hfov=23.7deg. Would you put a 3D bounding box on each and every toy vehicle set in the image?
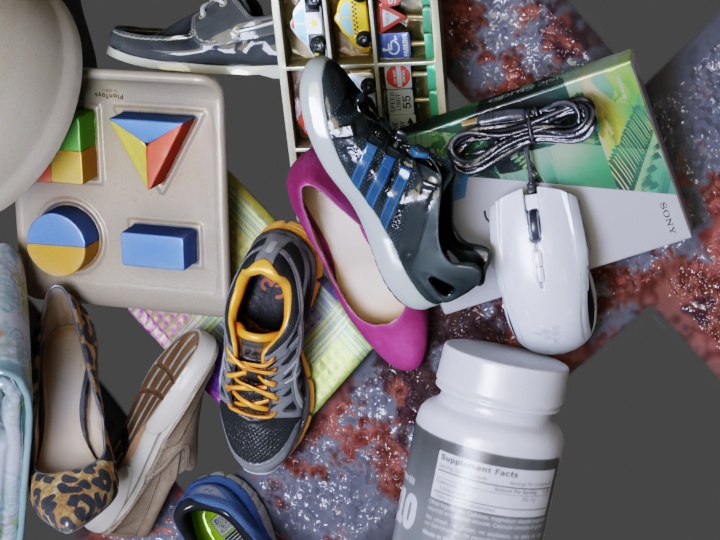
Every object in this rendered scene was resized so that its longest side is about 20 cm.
[{"bbox_3d":[0.004,-0.127,1.286,0.123,0.027,0.202,-2,113,9],"label":"toy vehicle set"}]

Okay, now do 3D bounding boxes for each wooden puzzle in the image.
[{"bbox_3d":[-0.193,-0.057,1.336,0.183,0.046,0.202,5,112,17],"label":"wooden puzzle"}]

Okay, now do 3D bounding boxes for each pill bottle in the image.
[{"bbox_3d":[0.088,0.159,1.278,0.113,0.114,0.202,13,98,16],"label":"pill bottle"}]

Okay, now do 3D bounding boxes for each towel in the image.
[{"bbox_3d":[-0.093,0.031,1.375,0.200,0.023,0.144,45,105,9],"label":"towel"},{"bbox_3d":[-0.287,0.107,1.344,0.048,0.172,0.201,1,124,-16],"label":"towel"}]

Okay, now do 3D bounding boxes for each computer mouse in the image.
[{"bbox_3d":[0.130,-0.022,1.236,0.109,0.044,0.202,-9,113,11],"label":"computer mouse"}]

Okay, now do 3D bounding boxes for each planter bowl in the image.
[{"bbox_3d":[-0.326,-0.151,1.276,0.199,0.134,0.202,-11,68,29],"label":"planter bowl"}]

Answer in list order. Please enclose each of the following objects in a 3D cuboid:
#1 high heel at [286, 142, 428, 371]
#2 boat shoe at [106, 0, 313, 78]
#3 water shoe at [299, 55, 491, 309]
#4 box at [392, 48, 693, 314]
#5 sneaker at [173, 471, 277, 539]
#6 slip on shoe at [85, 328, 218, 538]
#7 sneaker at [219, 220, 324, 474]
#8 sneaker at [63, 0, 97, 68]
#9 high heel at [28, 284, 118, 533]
[{"bbox_3d":[0.000,0.000,1.273,0.067,0.096,0.202,-12,110,13],"label":"high heel"},{"bbox_3d":[-0.100,-0.185,1.333,0.198,0.072,0.068,2,104,9],"label":"boat shoe"},{"bbox_3d":[0.029,-0.071,1.215,0.078,0.072,0.201,-19,109,26],"label":"water shoe"},{"bbox_3d":[0.129,-0.063,1.261,0.198,0.036,0.145,-19,110,15],"label":"box"},{"bbox_3d":[-0.080,0.251,1.351,0.200,0.089,0.079,45,106,10],"label":"sneaker"},{"bbox_3d":[-0.156,0.135,1.372,0.060,0.076,0.201,24,109,-19],"label":"slip on shoe"},{"bbox_3d":[-0.078,0.064,1.316,0.077,0.077,0.202,8,106,13],"label":"sneaker"},{"bbox_3d":[-0.281,-0.190,1.398,0.107,0.067,0.203,-5,97,27],"label":"sneaker"},{"bbox_3d":[-0.230,0.105,1.316,0.071,0.200,0.144,-9,112,-2],"label":"high heel"}]
